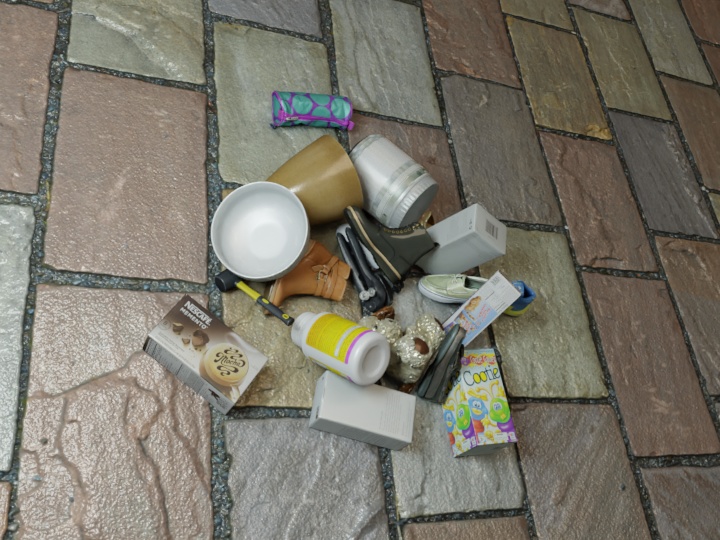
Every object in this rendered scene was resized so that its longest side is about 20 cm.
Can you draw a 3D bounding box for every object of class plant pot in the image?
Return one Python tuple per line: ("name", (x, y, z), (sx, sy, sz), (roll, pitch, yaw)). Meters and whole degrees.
("plant pot", (-0.125, -0.171, 1.490), (0.199, 0.187, 0.187), (-27, 76, -18))

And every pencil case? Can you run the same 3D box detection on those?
("pencil case", (-0.118, -0.384, 1.656), (0.198, 0.085, 0.093), (-4, 49, -27))

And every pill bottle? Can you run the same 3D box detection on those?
("pill bottle", (-0.044, 0.143, 1.329), (0.199, 0.105, 0.104), (19, 39, 41))

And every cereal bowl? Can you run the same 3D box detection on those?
("cereal bowl", (-0.194, -0.069, 1.370), (0.198, 0.083, 0.202), (-2, 72, 5))

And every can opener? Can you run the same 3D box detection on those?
("can opener", (0.000, 0.000, 1.515), (0.201, 0.063, 0.079), (59, 19, 7))

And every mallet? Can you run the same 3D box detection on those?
("mallet", (-0.199, 0.047, 1.356), (0.199, 0.041, 0.066), (27, 46, 24))

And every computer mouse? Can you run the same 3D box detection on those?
("computer mouse", (0.032, -0.044, 1.565), (0.199, 0.044, 0.110), (35, 54, -5))

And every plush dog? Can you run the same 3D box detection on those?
("plush dog", (0.064, 0.157, 1.432), (0.171, 0.161, 0.200), (33, 24, 11))

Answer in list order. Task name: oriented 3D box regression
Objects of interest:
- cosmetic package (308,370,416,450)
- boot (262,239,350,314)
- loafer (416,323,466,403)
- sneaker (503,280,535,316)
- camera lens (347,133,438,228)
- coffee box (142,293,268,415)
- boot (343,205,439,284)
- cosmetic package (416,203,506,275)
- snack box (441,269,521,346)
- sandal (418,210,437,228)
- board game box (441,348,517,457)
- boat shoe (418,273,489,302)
("cosmetic package", (0.006, 0.279, 1.354), (0.198, 0.074, 0.102), (19, 57, -13))
("boot", (-0.109, 0.031, 1.432), (0.154, 0.074, 0.201), (31, 66, -17))
("loafer", (0.180, 0.194, 1.410), (0.062, 0.201, 0.072), (26, 35, 3))
("sneaker", (0.326, 0.045, 1.624), (0.198, 0.105, 0.076), (14, 57, -20))
("camera lens", (0.059, -0.203, 1.577), (0.200, 0.161, 0.160), (40, 52, 15))
("coffee box", (-0.288, 0.155, 1.271), (0.200, 0.080, 0.113), (39, 54, -2))
("boot", (0.066, -0.089, 1.488), (0.138, 0.077, 0.201), (-37, 114, -2))
("cosmetic package", (0.222, -0.059, 1.560), (0.112, 0.199, 0.082), (33, 53, -31))
("snack box", (0.260, 0.093, 1.516), (0.072, 0.200, 0.024), (44, 21, 2))
("sandal", (0.163, -0.116, 1.654), (0.211, 0.070, 0.078), (32, 53, -7))
("board game box", (0.239, 0.279, 1.450), (0.102, 0.105, 0.202), (2, 62, -25))
("boat shoe", (0.231, 0.035, 1.562), (0.198, 0.062, 0.072), (10, 44, 13))
